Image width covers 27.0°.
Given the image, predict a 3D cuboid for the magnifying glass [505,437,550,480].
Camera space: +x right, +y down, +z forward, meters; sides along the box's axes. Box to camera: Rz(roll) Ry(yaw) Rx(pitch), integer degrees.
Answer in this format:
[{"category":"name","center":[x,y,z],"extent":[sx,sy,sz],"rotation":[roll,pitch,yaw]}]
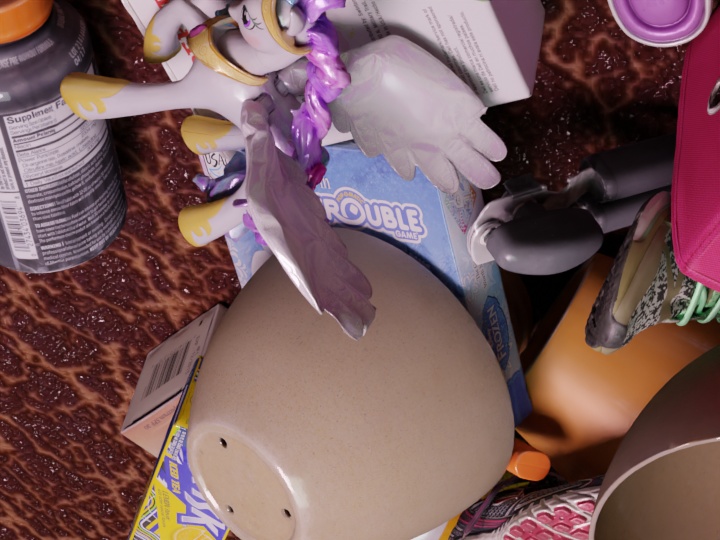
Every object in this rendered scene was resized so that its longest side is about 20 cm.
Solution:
[{"category":"magnifying glass","center":[0.069,0.104,1.004],"extent":[0.079,0.023,0.200],"rotation":[14,-175,-23]}]

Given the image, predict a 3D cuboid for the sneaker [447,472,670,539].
[{"category":"sneaker","center":[0.115,0.158,0.946],"extent":[0.080,0.075,0.200],"rotation":[34,144,-19]}]

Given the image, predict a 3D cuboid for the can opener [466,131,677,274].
[{"category":"can opener","center":[0.151,-0.038,0.883],"extent":[0.199,0.067,0.053],"rotation":[-19,145,-24]}]

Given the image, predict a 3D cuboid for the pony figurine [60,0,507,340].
[{"category":"pony figurine","center":[-0.044,-0.074,0.791],"extent":[0.199,0.167,0.193],"rotation":[-16,120,50]}]

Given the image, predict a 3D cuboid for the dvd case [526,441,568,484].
[{"category":"dvd case","center":[0.198,0.170,1.097],"extent":[0.199,0.143,0.018],"rotation":[34,118,-21]}]

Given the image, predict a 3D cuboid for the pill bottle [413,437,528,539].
[{"category":"pill bottle","center":[0.061,0.167,1.110],"extent":[0.199,0.114,0.113],"rotation":[18,141,-35]}]

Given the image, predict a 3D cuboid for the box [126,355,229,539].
[{"category":"box","center":[-0.117,0.151,1.088],"extent":[0.070,0.065,0.201],"rotation":[20,137,-5]}]

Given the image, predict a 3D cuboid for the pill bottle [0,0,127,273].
[{"category":"pill bottle","center":[-0.213,-0.103,0.945],"extent":[0.105,0.107,0.201],"rotation":[5,136,9]}]

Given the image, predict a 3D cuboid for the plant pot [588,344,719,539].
[{"category":"plant pot","center":[0.232,0.109,0.813],"extent":[0.198,0.135,0.201],"rotation":[10,135,10]}]

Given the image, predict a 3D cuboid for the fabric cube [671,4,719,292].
[{"category":"fabric cube","center":[0.296,-0.088,0.761],"extent":[0.199,0.197,0.200],"rotation":[22,137,-9]}]

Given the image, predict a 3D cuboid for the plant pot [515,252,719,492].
[{"category":"plant pot","center":[0.198,0.089,0.993],"extent":[0.183,0.201,0.201],"rotation":[34,136,2]}]

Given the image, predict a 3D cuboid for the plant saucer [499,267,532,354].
[{"category":"plant saucer","center":[0.024,0.038,1.081],"extent":[0.198,0.038,0.201],"rotation":[8,137,7]}]

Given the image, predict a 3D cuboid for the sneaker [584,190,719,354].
[{"category":"sneaker","center":[0.195,0.000,0.818],"extent":[0.088,0.200,0.077],"rotation":[33,130,22]}]

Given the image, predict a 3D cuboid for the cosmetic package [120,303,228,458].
[{"category":"cosmetic package","center":[-0.072,0.129,1.164],"extent":[0.199,0.088,0.103],"rotation":[36,133,-22]}]

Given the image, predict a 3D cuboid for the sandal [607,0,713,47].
[{"category":"sandal","center":[0.145,-0.197,0.793],"extent":[0.082,0.050,0.203],"rotation":[-13,131,26]}]

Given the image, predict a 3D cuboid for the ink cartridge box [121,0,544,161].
[{"category":"ink cartridge box","center":[-0.014,-0.155,0.853],"extent":[0.198,0.084,0.145],"rotation":[-11,132,24]}]

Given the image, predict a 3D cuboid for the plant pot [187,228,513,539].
[{"category":"plant pot","center":[-0.027,0.094,0.907],"extent":[0.199,0.134,0.202],"rotation":[28,136,30]}]

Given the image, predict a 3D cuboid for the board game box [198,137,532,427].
[{"category":"board game box","center":[0.000,0.000,0.955],"extent":[0.199,0.043,0.200],"rotation":[9,125,40]}]
